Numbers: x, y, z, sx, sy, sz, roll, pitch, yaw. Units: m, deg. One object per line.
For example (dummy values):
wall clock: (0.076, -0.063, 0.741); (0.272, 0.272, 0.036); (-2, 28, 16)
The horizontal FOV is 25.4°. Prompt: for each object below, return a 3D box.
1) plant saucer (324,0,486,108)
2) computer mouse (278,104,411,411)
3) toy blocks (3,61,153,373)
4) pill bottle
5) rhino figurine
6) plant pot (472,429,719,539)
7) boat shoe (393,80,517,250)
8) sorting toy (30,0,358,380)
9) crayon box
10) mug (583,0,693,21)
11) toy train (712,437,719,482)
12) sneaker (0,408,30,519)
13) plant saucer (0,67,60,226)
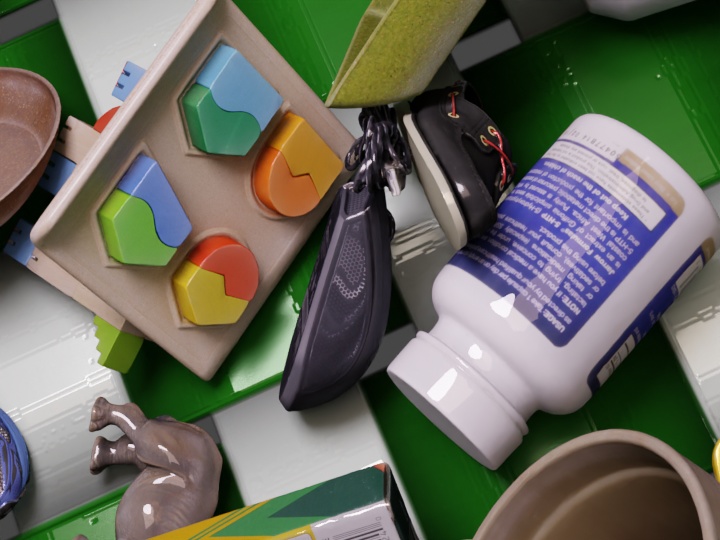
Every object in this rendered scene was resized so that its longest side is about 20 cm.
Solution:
plant saucer: (0.061, -0.195, 0.982); (0.048, 0.200, 0.201); (33, 114, -8)
computer mouse: (0.000, 0.000, 0.983); (0.052, 0.139, 0.202); (16, 108, -7)
toy blocks: (-0.151, -0.052, 1.047); (0.136, 0.100, 0.201); (29, 93, 35)
pill bottle: (0.113, 0.016, 0.968); (0.120, 0.120, 0.200); (40, 82, 18)
rhino figurine: (-0.137, 0.184, 0.987); (0.086, 0.060, 0.202); (8, 78, 0)
plant pot: (0.167, 0.210, 0.858); (0.173, 0.199, 0.202); (29, 75, -28)
boat shoe: (0.061, -0.071, 0.973); (0.062, 0.202, 0.074); (-18, 109, 3)
sorting toy: (-0.087, -0.045, 0.977); (0.036, 0.200, 0.186); (26, 77, 39)
crayon box: (-0.055, 0.202, 0.923); (0.198, 0.051, 0.128); (-18, 110, 8)
mug: (0.201, -0.241, 1.043); (0.152, 0.187, 0.150); (-25, 103, 10)
toy train: (0.282, 0.117, 0.948); (0.149, 0.056, 0.202); (14, 79, 11)
sneaker: (-0.286, 0.081, 1.032); (0.075, 0.078, 0.200); (-39, 71, -4)
plant saucer: (-0.284, -0.060, 1.060); (0.198, 0.037, 0.201); (-13, 40, 11)
